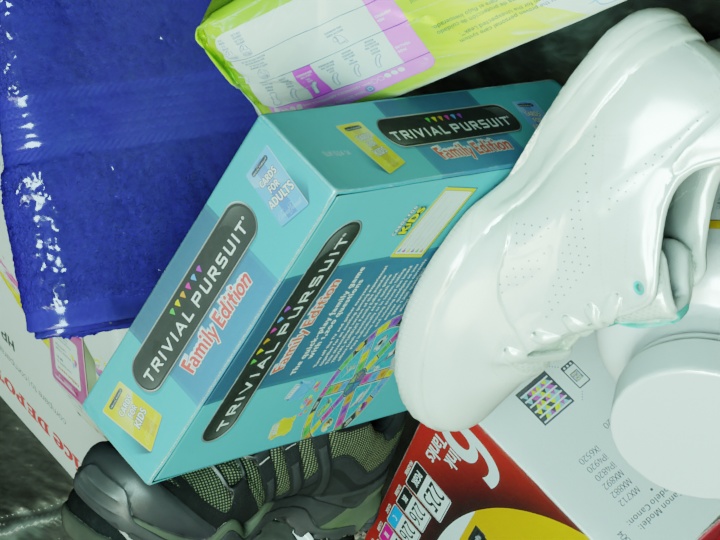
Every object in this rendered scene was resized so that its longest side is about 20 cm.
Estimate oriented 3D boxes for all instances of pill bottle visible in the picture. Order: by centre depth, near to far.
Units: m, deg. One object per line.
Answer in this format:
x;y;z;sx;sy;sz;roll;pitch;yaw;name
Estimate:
0.156;-0.002;1.096;0.104;0.200;0.104;10;134;10;pill bottle

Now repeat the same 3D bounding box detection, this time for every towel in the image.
-0.090;-0.078;1.103;0.050;0.147;0.201;-13;87;63;towel

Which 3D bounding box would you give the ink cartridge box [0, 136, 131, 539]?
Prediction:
-0.115;0.009;1.235;0.145;0.085;0.200;43;149;36;ink cartridge box

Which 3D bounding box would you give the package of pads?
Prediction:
0.040;-0.143;1.036;0.200;0.155;0.068;-21;121;32;package of pads

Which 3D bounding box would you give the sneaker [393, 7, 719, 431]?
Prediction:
0.087;0.001;1.019;0.089;0.075;0.200;46;121;25;sneaker

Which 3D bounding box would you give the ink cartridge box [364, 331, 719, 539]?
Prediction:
0.102;0.134;1.242;0.176;0.084;0.200;45;153;14;ink cartridge box

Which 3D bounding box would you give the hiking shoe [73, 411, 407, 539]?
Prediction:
-0.049;0.070;1.183;0.076;0.200;0.101;32;109;29;hiking shoe

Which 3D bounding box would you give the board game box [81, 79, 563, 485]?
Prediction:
0.000;0.000;1.053;0.047;0.200;0.151;46;121;23;board game box

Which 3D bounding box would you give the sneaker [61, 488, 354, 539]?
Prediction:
-0.078;0.112;1.377;0.199;0.076;0.115;10;99;46;sneaker
